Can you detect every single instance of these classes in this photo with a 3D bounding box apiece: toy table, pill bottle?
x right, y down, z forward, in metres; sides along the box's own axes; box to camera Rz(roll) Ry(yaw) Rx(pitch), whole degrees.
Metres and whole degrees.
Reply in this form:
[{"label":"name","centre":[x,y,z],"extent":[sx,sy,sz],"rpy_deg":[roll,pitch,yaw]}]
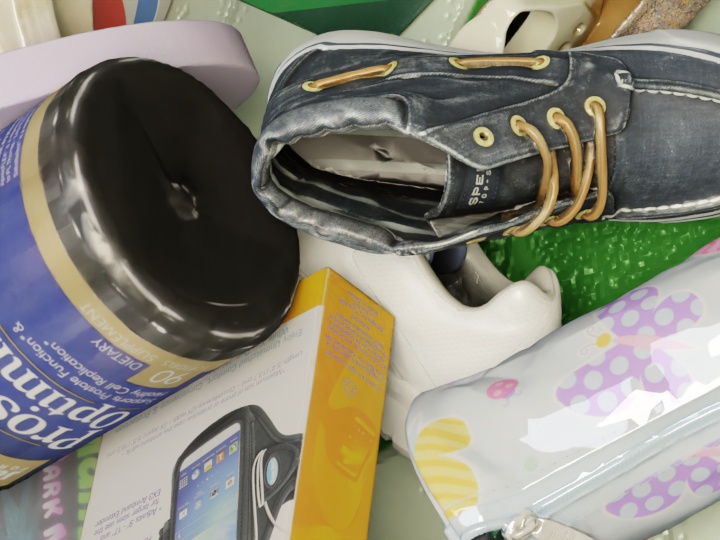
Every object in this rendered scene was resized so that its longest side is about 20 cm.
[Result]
[{"label":"toy table","centre":[-0.146,-0.095,0.898],"extent":[0.184,0.200,0.117],"rpy_deg":[-32,79,40]},{"label":"pill bottle","centre":[-0.126,0.015,0.861],"extent":[0.200,0.112,0.112],"rpy_deg":[-31,65,35]}]

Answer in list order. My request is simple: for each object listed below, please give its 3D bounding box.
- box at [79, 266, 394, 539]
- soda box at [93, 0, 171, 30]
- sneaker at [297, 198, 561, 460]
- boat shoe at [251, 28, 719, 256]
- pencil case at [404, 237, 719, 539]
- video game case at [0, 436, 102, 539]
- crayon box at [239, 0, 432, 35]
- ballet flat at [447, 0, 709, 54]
[{"label":"box","centre":[-0.051,0.106,0.812],"extent":[0.119,0.041,0.201],"rpy_deg":[-28,41,37]},{"label":"soda box","centre":[-0.113,-0.152,1.014],"extent":[0.063,0.070,0.201],"rpy_deg":[25,95,34]},{"label":"sneaker","centre":[0.000,0.000,0.895],"extent":[0.200,0.074,0.087],"rpy_deg":[27,120,27]},{"label":"boat shoe","centre":[0.062,-0.038,0.820],"extent":[0.199,0.091,0.071],"rpy_deg":[2,115,6]},{"label":"pencil case","centre":[0.112,0.036,0.787],"extent":[0.200,0.091,0.083],"rpy_deg":[-30,86,7]},{"label":"video game case","centre":[-0.091,0.128,0.881],"extent":[0.181,0.023,0.200],"rpy_deg":[-13,47,8]},{"label":"crayon box","centre":[0.026,-0.180,0.897],"extent":[0.200,0.119,0.058],"rpy_deg":[-45,60,19]},{"label":"ballet flat","centre":[0.081,-0.102,0.875],"extent":[0.068,0.067,0.200],"rpy_deg":[45,106,32]}]
